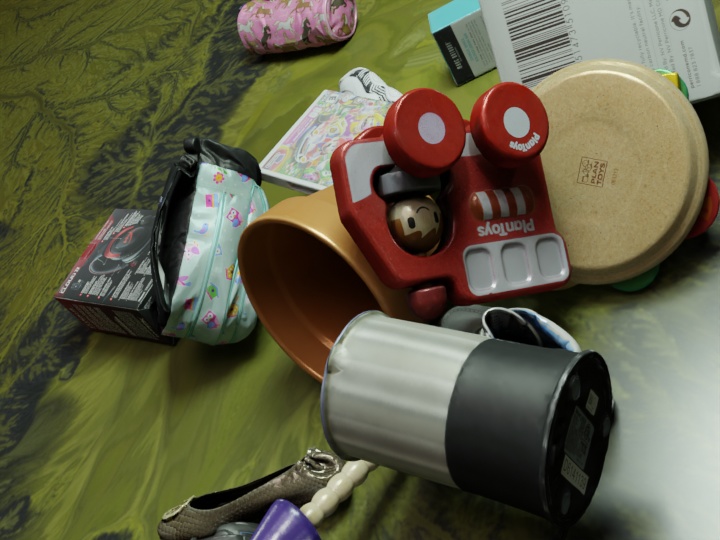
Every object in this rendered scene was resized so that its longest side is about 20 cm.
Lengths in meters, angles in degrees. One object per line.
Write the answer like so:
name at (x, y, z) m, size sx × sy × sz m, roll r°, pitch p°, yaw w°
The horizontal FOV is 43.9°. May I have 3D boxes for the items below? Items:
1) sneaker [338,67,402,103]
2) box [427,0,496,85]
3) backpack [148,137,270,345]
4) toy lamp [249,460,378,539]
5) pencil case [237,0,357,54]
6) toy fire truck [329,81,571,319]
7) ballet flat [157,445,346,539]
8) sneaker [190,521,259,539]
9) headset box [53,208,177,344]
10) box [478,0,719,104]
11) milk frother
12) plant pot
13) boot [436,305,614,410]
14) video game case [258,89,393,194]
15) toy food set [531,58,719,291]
sneaker at (0.001, -0.168, 1.076) m, size 0.114 × 0.076 × 0.200 m, roll -39°, pitch 43°, yaw -6°
box at (0.185, -0.307, 1.065) m, size 0.197 × 0.083 × 0.050 m, roll -23°, pitch 40°, yaw 17°
backpack at (-0.166, -0.022, 0.981) m, size 0.167 × 0.123 × 0.205 m, roll 132°, pitch 146°, yaw -70°
toy lamp at (-0.014, 0.175, 0.738) m, size 0.057 × 0.059 × 0.199 m, roll 14°, pitch 42°, yaw 43°
pencil case at (-0.095, -0.376, 1.343) m, size 0.197 × 0.089 × 0.082 m, roll 5°, pitch 24°, yaw 39°
toy fire truck at (0.077, -0.052, 0.736) m, size 0.196 × 0.172 × 0.112 m, roll -9°, pitch -7°, yaw -25°
ballet flat at (-0.102, 0.202, 0.811) m, size 0.196 × 0.047 × 0.067 m, roll -19°, pitch 9°, yaw 18°
sneaker at (-0.082, 0.260, 0.735) m, size 0.197 × 0.076 × 0.113 m, roll -16°, pitch 53°, yaw 34°
headset box at (-0.282, 0.002, 1.129) m, size 0.197 × 0.075 × 0.150 m, roll 4°, pitch 55°, yaw 39°
box at (0.229, -0.243, 0.855) m, size 0.196 × 0.203 × 0.131 m, roll -14°, pitch 11°, yaw 26°
milk frother at (0.067, 0.154, 0.645) m, size 0.185 × 0.182 × 0.202 m, roll 8°, pitch 51°, yaw 36°
plant pot at (0.000, 0.000, 0.848) m, size 0.197 × 0.203 × 0.140 m, roll 10°, pitch 41°, yaw 42°
boot at (0.123, 0.057, 0.757) m, size 0.074 × 0.096 × 0.198 m, roll -48°, pitch 41°, yaw -14°
video game case at (-0.005, -0.134, 0.984) m, size 0.197 × 0.018 × 0.144 m, roll 19°, pitch 60°, yaw 36°
toy food set at (0.211, -0.083, 0.789) m, size 0.194 × 0.048 × 0.205 m, roll -4°, pitch 87°, yaw 31°
